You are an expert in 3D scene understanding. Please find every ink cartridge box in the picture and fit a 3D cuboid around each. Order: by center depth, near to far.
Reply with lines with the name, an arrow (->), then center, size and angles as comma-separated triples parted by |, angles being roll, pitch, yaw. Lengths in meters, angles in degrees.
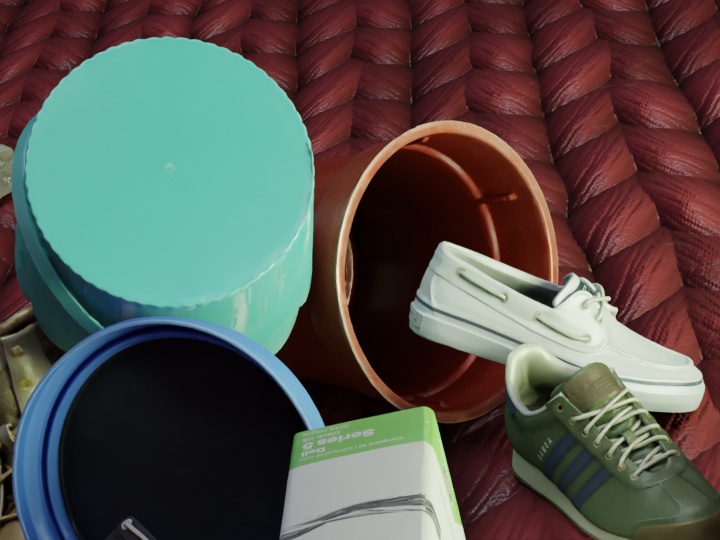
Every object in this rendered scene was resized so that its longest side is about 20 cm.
ink cartridge box -> 0.013, 0.183, 1.191 | 0.083, 0.147, 0.200 | -11, 21, 7

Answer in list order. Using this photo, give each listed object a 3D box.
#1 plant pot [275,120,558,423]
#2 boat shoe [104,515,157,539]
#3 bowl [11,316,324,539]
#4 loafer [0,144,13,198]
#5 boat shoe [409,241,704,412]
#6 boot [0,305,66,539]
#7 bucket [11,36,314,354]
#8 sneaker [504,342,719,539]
plant pot -> 0.000, 0.000, 1.612 | 0.200, 0.202, 0.194 | -30, 19, -36
boat shoe -> -0.084, 0.199, 1.265 | 0.199, 0.074, 0.060 | 26, 64, 42
bowl -> -0.106, 0.125, 1.346 | 0.199, 0.203, 0.039 | -6, 7, 19
loafer -> -0.414, -0.070, 2.191 | 0.069, 0.071, 0.199 | 1, 18, 44
boat shoe -> 0.132, 0.036, 1.487 | 0.198, 0.067, 0.074 | 15, 16, -2
boot -> -0.220, 0.120, 1.466 | 0.072, 0.157, 0.200 | -12, 19, 25
bucket -> -0.121, -0.036, 1.431 | 0.206, 0.208, 0.135 | -19, -19, -13
sneaker -> 0.144, 0.102, 1.387 | 0.067, 0.091, 0.200 | -22, 23, -22
